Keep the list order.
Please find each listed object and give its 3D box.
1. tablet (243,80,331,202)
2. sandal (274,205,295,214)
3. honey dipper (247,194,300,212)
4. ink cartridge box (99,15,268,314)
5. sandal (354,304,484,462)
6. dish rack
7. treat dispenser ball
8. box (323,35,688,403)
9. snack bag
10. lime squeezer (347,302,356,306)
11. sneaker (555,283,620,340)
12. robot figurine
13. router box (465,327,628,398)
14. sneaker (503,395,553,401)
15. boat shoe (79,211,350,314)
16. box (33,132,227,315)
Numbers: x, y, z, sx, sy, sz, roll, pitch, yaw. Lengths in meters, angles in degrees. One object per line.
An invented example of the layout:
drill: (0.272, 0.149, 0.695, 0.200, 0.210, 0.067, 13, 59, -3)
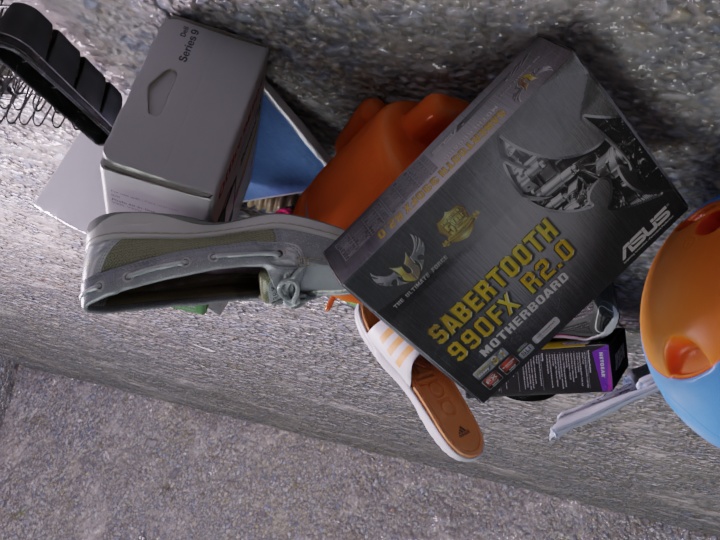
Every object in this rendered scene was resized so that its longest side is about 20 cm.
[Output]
tablet: (-0.117, -0.113, 0.782, 0.199, 0.014, 0.130, -4, 138, 44)
sandal: (-0.059, -0.038, 0.834, 0.075, 0.045, 0.200, 16, -176, 2)
honey dipper: (-0.014, -0.055, 0.868, 0.199, 0.038, 0.038, 16, 162, -3)
ink cartridge box: (-0.139, -0.075, 0.685, 0.087, 0.146, 0.200, 15, 151, -3)
sandal: (0.076, 0.098, 0.898, 0.079, 0.207, 0.059, -16, 154, -45)
dish rack: (-0.318, -0.175, 0.748, 0.199, 0.055, 0.153, 9, 160, 23)
treat dispenser ball: (0.298, 0.036, 0.597, 0.200, 0.202, 0.201, 15, 162, 5)
box: (0.100, -0.027, 0.574, 0.158, 0.200, 0.048, 41, -172, -33)
snack bag: (0.287, 0.117, 0.892, 0.199, 0.021, 0.189, -28, 170, 11)
lime squeezer: (0.035, 0.038, 0.988, 0.199, 0.071, 0.038, 7, 136, -38)
sneaker: (0.178, 0.043, 0.869, 0.086, 0.081, 0.200, -10, 170, -22)
robot figurine: (0.023, -0.051, 0.662, 0.144, 0.117, 0.200, 47, 129, -3)
router box: (0.208, 0.098, 0.940, 0.148, 0.051, 0.200, -6, 179, 21)
sneaker: (0.194, 0.128, 1.171, 0.199, 0.070, 0.090, 21, 165, -8)
boat shoe: (-0.088, 0.003, 0.593, 0.201, 0.065, 0.074, 4, 153, -10)
box: (-0.223, -0.048, 0.927, 0.124, 0.098, 0.200, 23, 169, 34)
